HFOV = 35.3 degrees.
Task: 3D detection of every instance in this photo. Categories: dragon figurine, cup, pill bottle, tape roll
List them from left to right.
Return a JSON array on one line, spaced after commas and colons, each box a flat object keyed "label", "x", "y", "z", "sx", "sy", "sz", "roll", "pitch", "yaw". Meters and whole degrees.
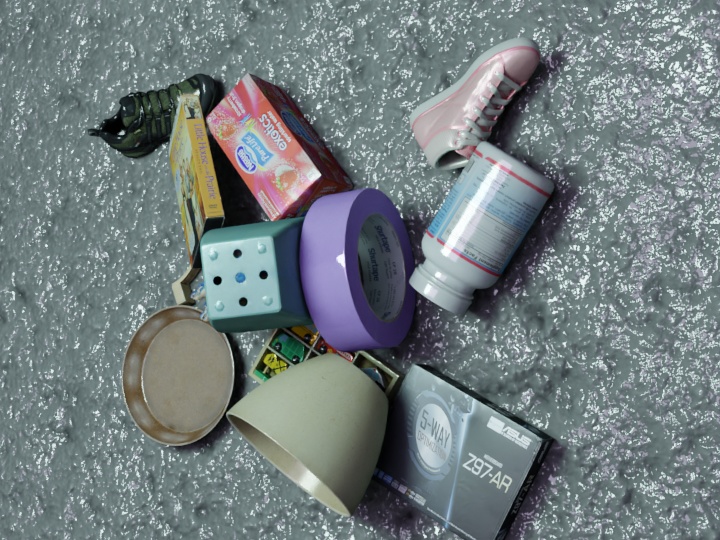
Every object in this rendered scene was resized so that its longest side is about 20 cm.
[{"label": "dragon figurine", "x": -0.145, "y": 0.012, "z": 1.565, "sx": 0.200, "sy": 0.059, "sz": 0.100, "roll": -37, "pitch": 41, "yaw": 2}, {"label": "cup", "x": -0.047, "y": 0.189, "z": 1.415, "sx": 0.200, "sy": 0.201, "sz": 0.143, "roll": 30, "pitch": 71, "yaw": 27}, {"label": "tape roll", "x": 0.000, "y": 0.000, "z": 1.422, "sx": 0.065, "sy": 0.200, "sz": 0.201, "roll": -8, "pitch": 80, "yaw": 27}, {"label": "pill bottle", "x": 0.145, "y": -0.050, "z": 1.403, "sx": 0.109, "sy": 0.109, "sz": 0.201, "roll": 36, "pitch": 101, "yaw": 27}]

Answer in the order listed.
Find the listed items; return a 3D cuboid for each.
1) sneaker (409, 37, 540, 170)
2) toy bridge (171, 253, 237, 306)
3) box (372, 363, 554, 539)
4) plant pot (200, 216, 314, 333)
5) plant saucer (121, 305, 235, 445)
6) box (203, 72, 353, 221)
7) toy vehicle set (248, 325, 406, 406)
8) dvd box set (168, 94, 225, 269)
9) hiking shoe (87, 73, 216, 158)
[{"label": "sneaker", "x": 0.155, "y": -0.199, "z": 1.427, "sx": 0.200, "sy": 0.075, "sz": 0.105, "roll": -34, "pitch": 54, "yaw": 28}, {"label": "toy bridge", "x": -0.190, "y": -0.020, "z": 1.623, "sx": 0.199, "sy": 0.027, "sz": 0.067, "roll": -29, "pitch": 70, "yaw": 22}, {"label": "box", "x": 0.119, "y": 0.232, "z": 1.418, "sx": 0.200, "sy": 0.043, "sz": 0.161, "roll": 30, "pitch": 98, "yaw": 28}, {"label": "plant pot", "x": -0.124, "y": 0.006, "z": 1.402, "sx": 0.141, "sy": 0.200, "sz": 0.142, "roll": -7, "pitch": 90, "yaw": 10}, {"label": "plant saucer", "x": -0.258, "y": 0.152, "z": 1.634, "sx": 0.199, "sy": 0.034, "sz": 0.201, "roll": -4, "pitch": 80, "yaw": 27}, {"label": "box", "x": -0.114, "y": -0.162, "z": 1.562, "sx": 0.100, "sy": 0.095, "sz": 0.200, "roll": -43, "pitch": 67, "yaw": 18}, {"label": "toy vehicle set", "x": -0.048, "y": 0.142, "z": 1.527, "sx": 0.200, "sy": 0.026, "sz": 0.125, "roll": 33, "pitch": 99, "yaw": 27}, {"label": "dvd box set", "x": -0.233, "y": -0.124, "z": 1.592, "sx": 0.146, "sy": 0.029, "sz": 0.201, "roll": 120, "pitch": 140, "yaw": -58}, {"label": "hiking shoe", "x": -0.303, "y": -0.230, "z": 1.668, "sx": 0.199, "sy": 0.101, "sz": 0.076, "roll": -29, "pitch": 72, "yaw": 22}]
